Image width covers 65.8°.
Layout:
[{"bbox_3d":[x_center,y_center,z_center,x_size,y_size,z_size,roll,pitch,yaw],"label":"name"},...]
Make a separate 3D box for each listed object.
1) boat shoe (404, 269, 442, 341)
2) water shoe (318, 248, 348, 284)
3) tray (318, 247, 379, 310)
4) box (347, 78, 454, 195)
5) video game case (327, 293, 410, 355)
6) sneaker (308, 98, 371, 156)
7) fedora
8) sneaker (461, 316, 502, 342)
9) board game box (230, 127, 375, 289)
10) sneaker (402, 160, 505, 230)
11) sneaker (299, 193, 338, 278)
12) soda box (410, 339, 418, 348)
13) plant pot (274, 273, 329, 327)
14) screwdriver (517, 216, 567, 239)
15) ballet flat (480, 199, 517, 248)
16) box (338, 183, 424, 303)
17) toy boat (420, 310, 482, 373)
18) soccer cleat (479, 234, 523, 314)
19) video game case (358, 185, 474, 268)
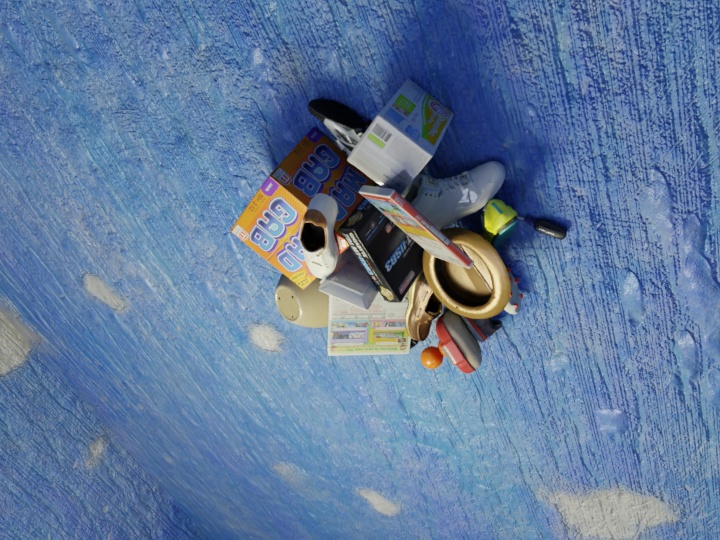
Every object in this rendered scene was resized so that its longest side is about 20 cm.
[{"bbox_3d":[0.145,0.088,1.249,0.067,0.072,0.201,26,135,30],"label":"boat shoe"},{"bbox_3d":[-0.030,-0.004,1.235,0.079,0.200,0.072,35,122,-1],"label":"water shoe"},{"bbox_3d":[0.000,0.000,1.141,0.107,0.200,0.022,21,126,9],"label":"tray"},{"bbox_3d":[0.075,-0.235,0.967,0.112,0.200,0.101,36,129,-6],"label":"box"},{"bbox_3d":[0.024,0.119,1.302,0.199,0.022,0.183,0,119,-7],"label":"video game case"},{"bbox_3d":[-0.023,-0.260,1.094,0.200,0.074,0.089,31,135,1],"label":"sneaker"},{"bbox_3d":[0.219,-0.004,1.104,0.200,0.082,0.201,21,129,28],"label":"fedora"},{"bbox_3d":[0.251,0.067,1.255,0.082,0.077,0.200,-32,111,14],"label":"sneaker"},{"bbox_3d":[-0.109,-0.128,1.166,0.200,0.200,0.200,39,136,-10],"label":"board game box"},{"bbox_3d":[0.164,-0.151,1.036,0.200,0.074,0.115,-37,135,23],"label":"sneaker"},{"bbox_3d":[-0.086,-0.043,1.024,0.073,0.085,0.200,16,140,12],"label":"sneaker"},{"bbox_3d":[0.059,0.115,1.385,0.200,0.071,0.063,37,138,-5],"label":"soda box"},{"bbox_3d":[-0.127,0.057,1.341,0.200,0.134,0.201,23,125,37],"label":"plant pot"},{"bbox_3d":[0.305,-0.107,1.086,0.199,0.028,0.029,25,165,10],"label":"screwdriver"},{"bbox_3d":[0.257,-0.093,1.050,0.067,0.200,0.067,-41,78,4],"label":"ballet flat"},{"bbox_3d":[0.070,-0.074,1.102,0.050,0.200,0.199,6,139,45],"label":"box"},{"bbox_3d":[0.195,0.176,1.268,0.131,0.200,0.131,-34,88,11],"label":"toy boat"},{"bbox_3d":[0.274,0.010,1.181,0.077,0.069,0.200,-21,109,45],"label":"soccer cleat"},{"bbox_3d":[0.096,-0.078,0.977,0.200,0.017,0.143,38,176,-23],"label":"video game case"}]
